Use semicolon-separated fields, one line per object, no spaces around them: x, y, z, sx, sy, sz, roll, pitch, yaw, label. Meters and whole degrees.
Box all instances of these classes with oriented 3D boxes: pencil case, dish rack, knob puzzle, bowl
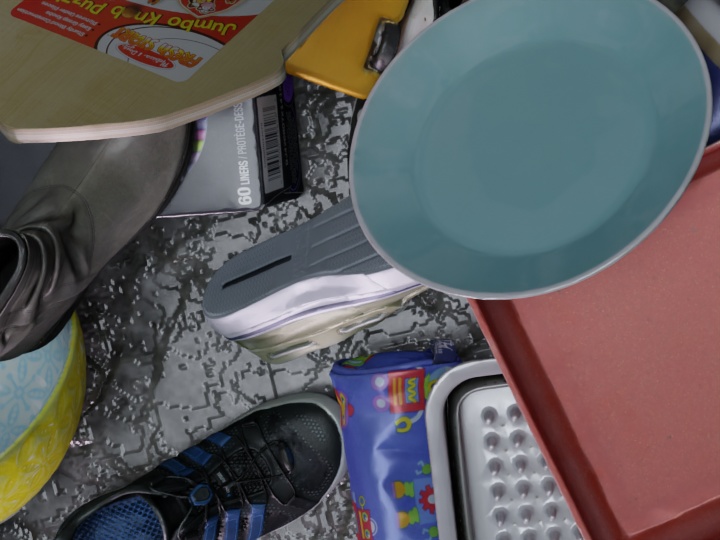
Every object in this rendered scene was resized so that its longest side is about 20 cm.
0.037;0.139;1.320;0.086;0.078;0.201;-10;94;-19;pencil case
0.128;0.136;1.262;0.170;0.044;0.201;-6;102;5;dish rack
-0.120;-0.124;1.206;0.218;0.220;0.031;2;135;11;knob puzzle
-0.243;0.093;1.341;0.199;0.201;0.108;-11;136;12;bowl

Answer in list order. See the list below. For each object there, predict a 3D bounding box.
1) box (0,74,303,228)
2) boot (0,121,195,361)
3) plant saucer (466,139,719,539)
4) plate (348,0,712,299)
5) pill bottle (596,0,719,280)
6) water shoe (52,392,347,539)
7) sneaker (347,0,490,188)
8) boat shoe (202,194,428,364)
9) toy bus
-0.144;-0.090;1.314;0.199;0.106;0.123;-4;95;12;box
-0.162;-0.021;1.205;0.068;0.131;0.201;34;104;4;boot
0.181;0.041;1.200;0.199;0.037;0.201;-25;100;8;plant saucer
0.090;-0.067;1.188;0.199;0.026;0.201;-12;56;18;plate
0.157;-0.047;1.258;0.111;0.111;0.200;46;102;3;pill bottle
-0.093;0.141;1.343;0.199;0.079;0.072;-30;90;12;water shoe
0.041;-0.119;1.290;0.073;0.080;0.201;23;102;5;sneaker
0.000;0.000;1.299;0.199;0.072;0.062;-19;136;34;boat shoe
0.007;-0.202;1.279;0.065;0.078;0.201;17;98;-12;toy bus
